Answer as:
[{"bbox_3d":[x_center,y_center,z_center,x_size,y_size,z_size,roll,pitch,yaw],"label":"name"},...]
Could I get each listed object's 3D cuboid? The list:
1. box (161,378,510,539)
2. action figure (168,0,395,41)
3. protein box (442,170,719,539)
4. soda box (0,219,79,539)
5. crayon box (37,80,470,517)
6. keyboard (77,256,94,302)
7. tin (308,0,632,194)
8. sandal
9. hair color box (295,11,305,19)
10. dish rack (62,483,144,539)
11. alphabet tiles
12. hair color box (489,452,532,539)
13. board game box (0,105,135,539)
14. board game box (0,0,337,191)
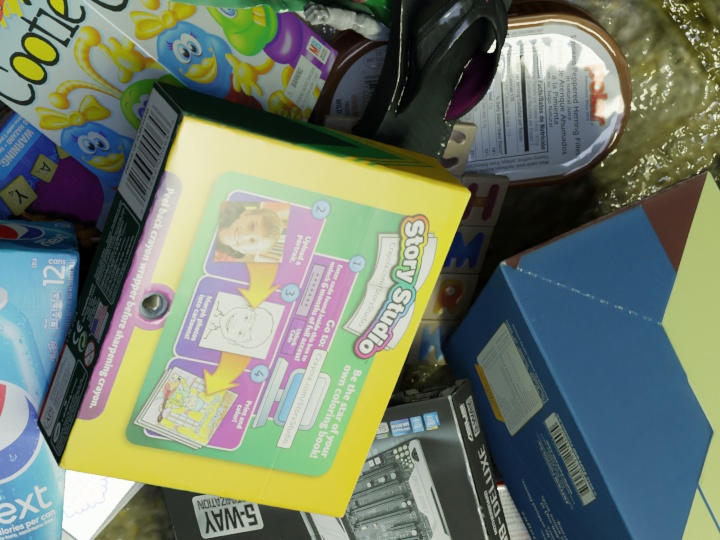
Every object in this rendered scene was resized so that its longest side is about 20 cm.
[{"bbox_3d":[-0.012,0.163,1.137,0.199,0.050,0.159,-12,96,20],"label":"box"},{"bbox_3d":[-0.017,-0.171,1.015,0.199,0.055,0.119,16,110,-38],"label":"action figure"},{"bbox_3d":[0.160,0.084,1.078,0.134,0.200,0.199,-23,78,-12],"label":"protein box"},{"bbox_3d":[-0.194,0.076,1.038,0.064,0.068,0.201,2,105,-13],"label":"soda box"},{"bbox_3d":[-0.057,0.020,0.998,0.172,0.058,0.201,13,107,-29],"label":"crayon box"},{"bbox_3d":[-0.082,0.027,1.082,0.199,0.040,0.105,-10,104,6],"label":"keyboard"},{"bbox_3d":[0.067,-0.100,1.135,0.199,0.042,0.113,-8,115,-6],"label":"tin"},{"bbox_3d":[0.048,-0.110,1.037,0.075,0.048,0.201,-1,120,-36],"label":"sandal"},{"bbox_3d":[-0.071,-0.249,1.045,0.200,0.064,0.111,39,100,-22],"label":"hair color box"},{"bbox_3d":[-0.233,0.109,1.158,0.200,0.044,0.172,41,99,-19],"label":"dish rack"},{"bbox_3d":[0.000,0.000,1.122,0.165,0.006,0.201,2,119,-27],"label":"alphabet tiles"},{"bbox_3d":[0.098,0.217,1.230,0.110,0.064,0.201,-6,109,-9],"label":"hair color box"},{"bbox_3d":[-0.177,0.024,1.107,0.199,0.041,0.200,41,81,-20],"label":"board game box"},{"bbox_3d":[-0.129,-0.129,1.037,0.200,0.105,0.103,39,136,-19],"label":"board game box"}]
